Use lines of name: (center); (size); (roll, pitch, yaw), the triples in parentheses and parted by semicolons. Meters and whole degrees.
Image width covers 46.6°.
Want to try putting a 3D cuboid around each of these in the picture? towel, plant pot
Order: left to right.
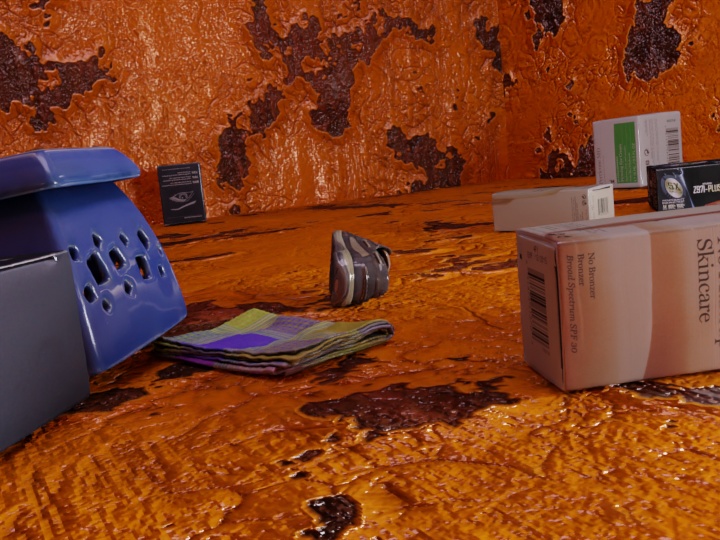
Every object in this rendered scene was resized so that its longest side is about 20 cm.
plant pot: (-0.290, -0.006, 0.734); (0.197, 0.183, 0.200); (-9, 8, 10)
towel: (-0.080, 0.060, 0.750); (0.198, 0.023, 0.143); (2, 12, 44)

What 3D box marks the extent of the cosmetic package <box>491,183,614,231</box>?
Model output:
cosmetic package: (0.349, -0.114, 1.521); (0.198, 0.072, 0.105); (1, 10, 40)

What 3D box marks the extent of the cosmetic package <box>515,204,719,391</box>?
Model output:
cosmetic package: (0.216, 0.013, 0.577); (0.197, 0.105, 0.087); (-8, 10, -7)

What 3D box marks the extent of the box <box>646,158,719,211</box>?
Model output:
box: (0.655, -0.168, 1.639); (0.161, 0.088, 0.200); (-4, 8, 15)

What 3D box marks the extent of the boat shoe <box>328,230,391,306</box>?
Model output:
boat shoe: (0.000, 0.000, 0.998); (0.072, 0.076, 0.200); (4, 16, -4)

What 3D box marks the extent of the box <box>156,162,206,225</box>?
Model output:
box: (-0.605, -0.260, 2.832); (0.146, 0.203, 0.104); (-6, 7, -13)

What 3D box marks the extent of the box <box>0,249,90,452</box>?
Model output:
box: (-0.317, 0.062, 0.547); (0.197, 0.119, 0.197); (-6, 7, 9)

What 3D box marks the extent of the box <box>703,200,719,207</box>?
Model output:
box: (0.387, -0.013, 0.646); (0.198, 0.099, 0.124); (1, 10, 43)

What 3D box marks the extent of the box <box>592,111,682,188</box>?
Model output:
box: (0.799, -0.346, 2.410); (0.198, 0.202, 0.170); (-10, 8, -32)
